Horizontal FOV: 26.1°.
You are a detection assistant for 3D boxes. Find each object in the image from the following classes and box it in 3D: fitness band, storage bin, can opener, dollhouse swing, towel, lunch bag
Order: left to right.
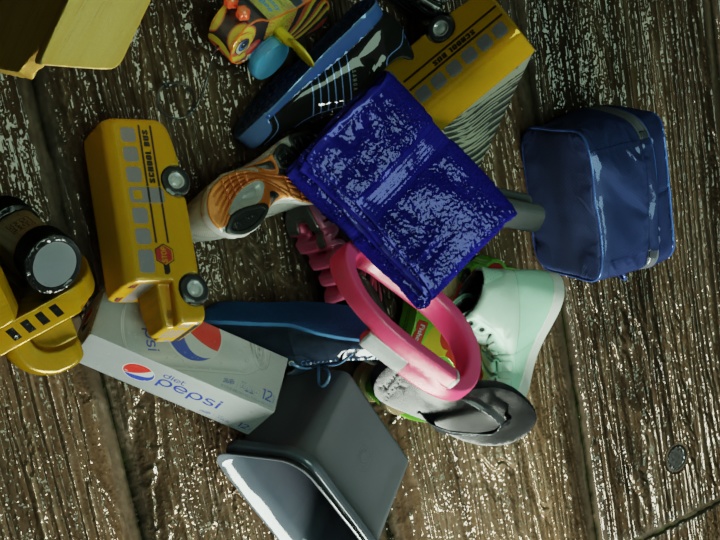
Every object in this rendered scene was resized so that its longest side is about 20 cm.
[{"bbox_3d":[-0.213,-0.225,1.390,0.175,0.199,0.183,27,86,-33],"label":"dollhouse swing"},{"bbox_3d":[-0.043,0.202,1.621,0.201,0.144,0.135,57,49,-36],"label":"storage bin"},{"bbox_3d":[0.043,-0.078,1.524,0.148,0.050,0.200,-46,100,-6],"label":"towel"},{"bbox_3d":[0.048,0.048,1.555,0.199,0.144,0.037,38,118,-25],"label":"fitness band"},{"bbox_3d":[0.114,-0.083,1.618,0.199,0.053,0.067,15,113,-36],"label":"can opener"},{"bbox_3d":[0.278,-0.082,1.754,0.131,0.136,0.202,-17,109,-27],"label":"lunch bag"}]

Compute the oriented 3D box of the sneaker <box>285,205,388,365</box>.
[{"bbox_3d":[0.000,0.000,1.636,0.095,0.079,0.202,-33,107,-38],"label":"sneaker"}]

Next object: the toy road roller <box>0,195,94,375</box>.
[{"bbox_3d":[-0.337,0.039,1.417,0.199,0.123,0.147,-30,125,-24],"label":"toy road roller"}]

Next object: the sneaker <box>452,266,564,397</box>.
[{"bbox_3d":[0.132,0.082,1.686,0.117,0.074,0.202,10,114,-22],"label":"sneaker"}]

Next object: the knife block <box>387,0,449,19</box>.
[{"bbox_3d":[0.007,-0.323,1.597,0.198,0.176,0.065,22,86,13],"label":"knife block"}]

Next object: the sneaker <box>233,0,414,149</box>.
[{"bbox_3d":[-0.035,-0.181,1.559,0.200,0.070,0.078,-41,114,7],"label":"sneaker"}]

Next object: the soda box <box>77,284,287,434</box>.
[{"bbox_3d":[-0.175,0.086,1.512,0.199,0.068,0.064,25,56,-16],"label":"soda box"}]

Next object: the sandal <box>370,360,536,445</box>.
[{"bbox_3d":[0.099,0.148,1.647,0.198,0.043,0.077,18,116,-24],"label":"sandal"}]

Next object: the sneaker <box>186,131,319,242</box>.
[{"bbox_3d":[-0.104,-0.081,1.549,0.199,0.092,0.076,-25,96,-44],"label":"sneaker"}]

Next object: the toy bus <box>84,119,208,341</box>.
[{"bbox_3d":[-0.202,-0.037,1.455,0.078,0.065,0.202,-1,71,-34],"label":"toy bus"}]

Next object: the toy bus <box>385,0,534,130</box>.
[{"bbox_3d":[0.077,-0.196,1.598,0.200,0.079,0.065,-40,154,10],"label":"toy bus"}]

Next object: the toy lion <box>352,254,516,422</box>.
[{"bbox_3d":[0.104,0.076,1.730,0.191,0.068,0.202,23,87,-40],"label":"toy lion"}]

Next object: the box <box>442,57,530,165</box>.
[{"bbox_3d":[0.102,-0.171,1.669,0.082,0.068,0.202,27,86,-34],"label":"box"}]

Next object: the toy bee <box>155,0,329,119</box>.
[{"bbox_3d":[-0.101,-0.232,1.499,0.130,0.109,0.201,26,59,4],"label":"toy bee"}]

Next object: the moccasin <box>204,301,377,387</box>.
[{"bbox_3d":[-0.065,0.073,1.584,0.198,0.081,0.069,6,115,11],"label":"moccasin"}]
